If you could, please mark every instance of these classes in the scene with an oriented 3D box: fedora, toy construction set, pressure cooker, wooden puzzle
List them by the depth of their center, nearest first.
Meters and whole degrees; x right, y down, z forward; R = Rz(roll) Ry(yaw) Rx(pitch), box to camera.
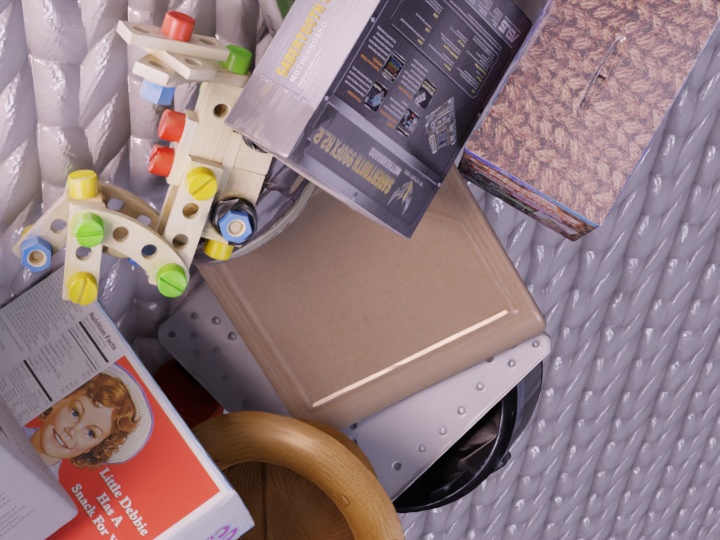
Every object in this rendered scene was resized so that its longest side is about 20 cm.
[{"bbox_3d":[-0.115,-0.067,1.324,0.131,0.092,0.200,15,125,-15],"label":"toy construction set"},{"bbox_3d":[0.000,0.000,1.500,0.185,0.037,0.200,-26,115,14],"label":"wooden puzzle"},{"bbox_3d":[-0.044,0.166,1.531,0.201,0.201,0.082,-58,176,38],"label":"fedora"},{"bbox_3d":[0.046,0.080,1.677,0.176,0.179,0.200,-49,176,16],"label":"pressure cooker"}]

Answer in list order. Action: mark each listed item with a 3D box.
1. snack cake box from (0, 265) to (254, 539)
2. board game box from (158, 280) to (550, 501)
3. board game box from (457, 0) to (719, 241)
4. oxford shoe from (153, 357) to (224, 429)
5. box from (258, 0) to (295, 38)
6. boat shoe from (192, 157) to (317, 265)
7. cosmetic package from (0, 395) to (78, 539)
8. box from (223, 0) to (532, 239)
[{"bbox_3d":[-0.170,0.108,1.416,0.115,0.200,0.067,-35,153,-7],"label":"snack cake box"},{"bbox_3d":[-0.004,0.045,1.561,0.200,0.200,0.026,-45,180,15],"label":"board game box"},{"bbox_3d":[0.144,-0.114,1.454,0.160,0.097,0.200,-60,178,-1],"label":"board game box"},{"bbox_3d":[-0.154,0.148,1.596,0.200,0.071,0.073,-48,159,-39],"label":"oxford shoe"},{"bbox_3d":[0.022,-0.217,1.314,0.200,0.036,0.144,-36,156,-8],"label":"box"},{"bbox_3d":[-0.052,-0.090,1.407,0.200,0.074,0.073,-46,147,-3],"label":"boat shoe"},{"bbox_3d":[-0.291,0.097,1.267,0.166,0.167,0.200,-36,157,-4],"label":"cosmetic package"},{"bbox_3d":[0.016,-0.117,1.321,0.158,0.048,0.200,-60,155,0],"label":"box"}]
